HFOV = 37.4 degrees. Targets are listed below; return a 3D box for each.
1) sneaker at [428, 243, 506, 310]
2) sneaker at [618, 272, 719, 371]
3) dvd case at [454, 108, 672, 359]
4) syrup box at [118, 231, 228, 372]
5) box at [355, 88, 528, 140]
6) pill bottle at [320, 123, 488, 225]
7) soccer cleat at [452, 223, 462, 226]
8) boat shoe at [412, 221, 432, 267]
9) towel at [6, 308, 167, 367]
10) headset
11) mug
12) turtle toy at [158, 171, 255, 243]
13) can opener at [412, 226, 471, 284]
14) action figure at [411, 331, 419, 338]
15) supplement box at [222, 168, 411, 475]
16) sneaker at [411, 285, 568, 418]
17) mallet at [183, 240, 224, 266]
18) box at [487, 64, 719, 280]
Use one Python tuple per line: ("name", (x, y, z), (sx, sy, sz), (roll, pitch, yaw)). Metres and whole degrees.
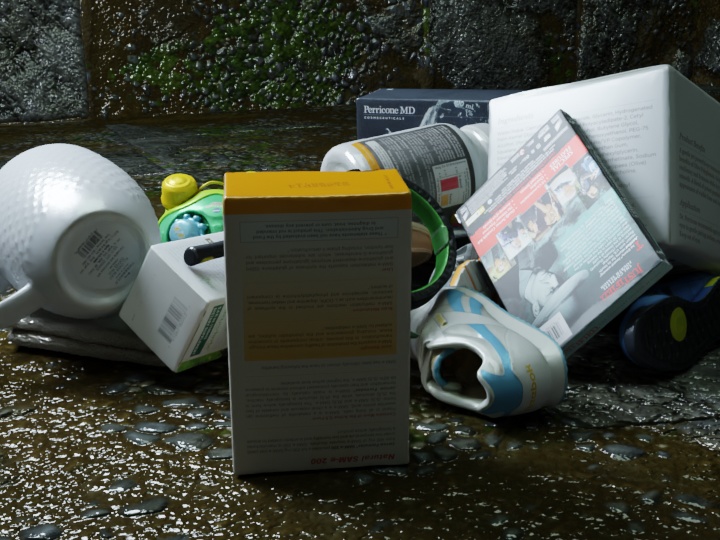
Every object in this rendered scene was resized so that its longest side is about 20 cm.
("sneaker", (0.101, 0.025, 1.047), (0.077, 0.079, 0.200), (-22, 10, 22))
("sneaker", (0.271, 0.047, 0.963), (0.078, 0.066, 0.200), (-2, 10, 40))
("dvd case", (0.172, -0.030, 0.947), (0.022, 0.146, 0.201), (23, 32, -39))
("syrup box", (-0.114, 0.018, 0.969), (0.081, 0.079, 0.200), (41, 27, 21))
("box", (0.105, -0.125, 1.345), (0.199, 0.198, 0.124), (3, 15, 17))
("pill bottle", (0.064, -0.100, 1.185), (0.199, 0.117, 0.116), (-15, 20, -27))
("soccer cleat", (0.116, -0.036, 1.248), (0.199, 0.074, 0.068), (4, 17, 19))
("boat shoe", (0.000, 0.000, 0.980), (0.199, 0.065, 0.071), (-9, -23, -44))
("towel", (-0.225, 0.052, 1.018), (0.199, 0.035, 0.132), (7, 18, 24))
("headset", (-0.009, -0.030, 0.873), (0.199, 0.124, 0.094), (-2, -26, -22))
("mug", (-0.277, -0.014, 0.967), (0.200, 0.148, 0.175), (-39, 29, -14))
("turtle toy", (-0.127, -0.021, 1.117), (0.199, 0.146, 0.101), (-3, 35, -8))
("can opener", (0.040, -0.006, 1.170), (0.199, 0.079, 0.063), (-9, 22, 5))
("action figure", (-0.014, 0.056, 0.948), (0.117, 0.055, 0.200), (-3, 8, -2))
("supplement box", (-0.031, 0.035, 0.742), (0.125, 0.201, 0.074), (-2, 18, -7))
("sneaker", (0.078, 0.063, 0.876), (0.080, 0.077, 0.200), (-9, 16, -29))
("mallet", (-0.080, -0.026, 0.956), (0.199, 0.041, 0.066), (-18, -14, -39))
("box", (0.255, -0.081, 1.055), (0.199, 0.173, 0.198), (-4, -11, 39))
